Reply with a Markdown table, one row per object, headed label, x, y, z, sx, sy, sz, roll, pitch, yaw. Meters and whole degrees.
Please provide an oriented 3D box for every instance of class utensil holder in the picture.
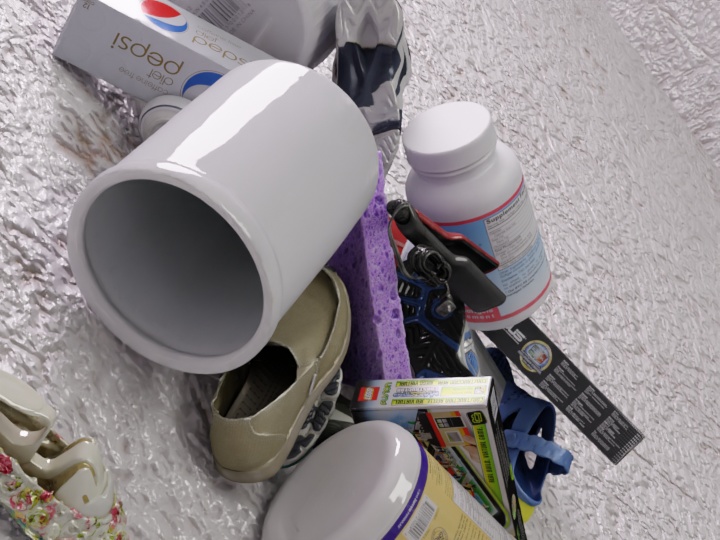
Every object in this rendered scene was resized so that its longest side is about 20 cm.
| label | x | y | z | sx | sy | sz | roll | pitch | yaw |
| --- | --- | --- | --- | --- | --- | --- | --- | --- | --- |
| utensil holder | -0.097 | -0.048 | 1.187 | 0.170 | 0.170 | 0.200 | 51 | 40 | -12 |

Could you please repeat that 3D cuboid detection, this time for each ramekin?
| label | x | y | z | sx | sy | sz | roll | pitch | yaw |
| --- | --- | --- | --- | --- | --- | --- | --- | --- | --- |
| ramekin | -0.116 | -0.244 | 1.431 | 0.201 | 0.200 | 0.098 | 50 | 32 | -15 |

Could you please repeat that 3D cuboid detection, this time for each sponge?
| label | x | y | z | sx | sy | sz | roll | pitch | yaw |
| --- | --- | --- | --- | --- | --- | --- | --- | --- | --- |
| sponge | 0.000 | 0.000 | 1.326 | 0.112 | 0.030 | 0.200 | -179 | -98 | -71 |

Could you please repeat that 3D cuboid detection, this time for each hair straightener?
| label | x | y | z | sx | sy | sz | roll | pitch | yaw |
| --- | --- | --- | --- | --- | --- | --- | --- | --- | --- |
| hair straightener | 0.072 | -0.004 | 1.309 | 0.200 | 0.041 | 0.077 | 42 | 34 | -57 |

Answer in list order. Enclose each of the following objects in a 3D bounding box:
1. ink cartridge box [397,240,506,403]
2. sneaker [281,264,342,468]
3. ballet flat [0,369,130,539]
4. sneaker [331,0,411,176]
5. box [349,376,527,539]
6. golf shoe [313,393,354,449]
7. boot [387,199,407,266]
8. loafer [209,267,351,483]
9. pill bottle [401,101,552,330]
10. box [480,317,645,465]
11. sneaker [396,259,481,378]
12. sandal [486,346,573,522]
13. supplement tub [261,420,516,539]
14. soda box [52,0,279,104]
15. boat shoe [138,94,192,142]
| label | x | y | z | sx | sy | sz | roll | pitch | yaw |
| --- | --- | --- | --- | --- | --- | --- | --- | --- | --- |
| ink cartridge box | 0.063 | 0.085 | 1.492 | 0.200 | 0.044 | 0.174 | 58 | 26 | -20 |
| sneaker | -0.047 | 0.083 | 1.294 | 0.080 | 0.077 | 0.200 | 86 | 12 | -48 |
| ballet flat | -0.202 | 0.114 | 0.974 | 0.200 | 0.064 | 0.076 | 45 | 25 | -27 |
| sneaker | 0.007 | -0.152 | 1.448 | 0.130 | 0.079 | 0.199 | -3 | 93 | -80 |
| box | 0.067 | 0.170 | 1.260 | 0.035 | 0.110 | 0.200 | -73 | 154 | -50 |
| golf shoe | 0.035 | 0.163 | 1.358 | 0.200 | 0.077 | 0.088 | 37 | 24 | -39 |
| boot | 0.012 | 0.005 | 1.520 | 0.200 | 0.072 | 0.144 | -5 | 69 | -65 |
| loafer | -0.060 | 0.067 | 1.209 | 0.068 | 0.076 | 0.200 | 80 | 24 | -51 |
| pill bottle | 0.104 | -0.051 | 1.454 | 0.109 | 0.109 | 0.200 | -88 | 161 | -53 |
| box | 0.191 | 0.098 | 1.602 | 0.200 | 0.044 | 0.160 | 45 | 2 | -5 |
| sneaker | 0.066 | 0.081 | 1.394 | 0.077 | 0.076 | 0.200 | 75 | 5 | -64 |
| sandal | 0.163 | 0.156 | 1.597 | 0.079 | 0.087 | 0.200 | 32 | 32 | -42 |
| supplement tub | 0.038 | 0.226 | 1.194 | 0.200 | 0.145 | 0.145 | 47 | 26 | -23 |
| soda box | -0.153 | -0.176 | 1.342 | 0.200 | 0.068 | 0.064 | 27 | 31 | -12 |
| boat shoe | -0.123 | -0.055 | 1.333 | 0.200 | 0.072 | 0.066 | 60 | 21 | -20 |
